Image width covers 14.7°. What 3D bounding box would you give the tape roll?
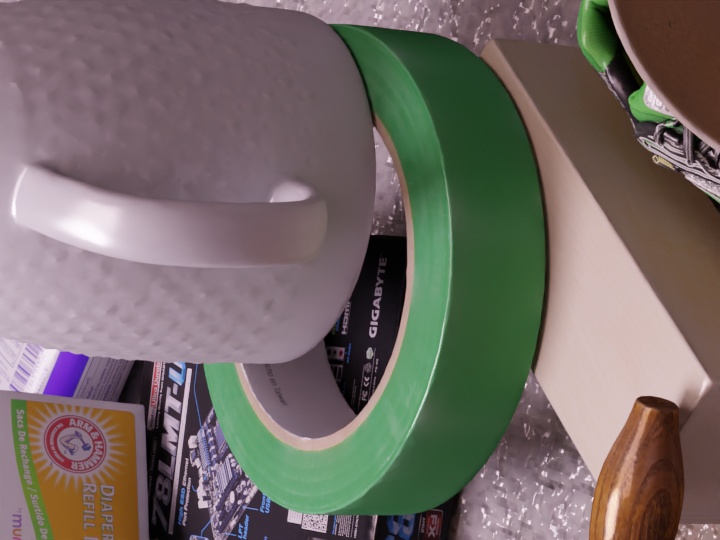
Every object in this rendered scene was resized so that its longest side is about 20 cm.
[{"bbox_3d":[0.000,0.000,1.149,0.200,0.048,0.202,-8,81,58],"label":"tape roll"}]

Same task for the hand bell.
[{"bbox_3d":[0.091,0.144,1.020,0.104,0.104,0.201,30,115,51],"label":"hand bell"}]

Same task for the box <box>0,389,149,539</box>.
[{"bbox_3d":[-0.176,0.151,1.347,0.200,0.101,0.113,125,146,-54],"label":"box"}]

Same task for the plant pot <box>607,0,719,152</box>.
[{"bbox_3d":[0.187,-0.140,0.941,0.200,0.200,0.135,-44,21,38],"label":"plant pot"}]

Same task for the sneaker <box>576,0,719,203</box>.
[{"bbox_3d":[0.145,-0.046,1.035,0.200,0.085,0.078,48,119,46],"label":"sneaker"}]

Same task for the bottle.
[{"bbox_3d":[-0.134,-0.006,1.409,0.084,0.065,0.201,44,117,47],"label":"bottle"}]

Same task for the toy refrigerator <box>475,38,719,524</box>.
[{"bbox_3d":[0.103,0.002,1.096,0.076,0.070,0.200,-62,39,33],"label":"toy refrigerator"}]

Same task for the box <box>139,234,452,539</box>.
[{"bbox_3d":[-0.033,0.082,1.270,0.198,0.049,0.202,2,84,54],"label":"box"}]

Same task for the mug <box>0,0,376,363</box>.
[{"bbox_3d":[-0.092,-0.033,1.090,0.200,0.174,0.149,23,107,56],"label":"mug"}]
